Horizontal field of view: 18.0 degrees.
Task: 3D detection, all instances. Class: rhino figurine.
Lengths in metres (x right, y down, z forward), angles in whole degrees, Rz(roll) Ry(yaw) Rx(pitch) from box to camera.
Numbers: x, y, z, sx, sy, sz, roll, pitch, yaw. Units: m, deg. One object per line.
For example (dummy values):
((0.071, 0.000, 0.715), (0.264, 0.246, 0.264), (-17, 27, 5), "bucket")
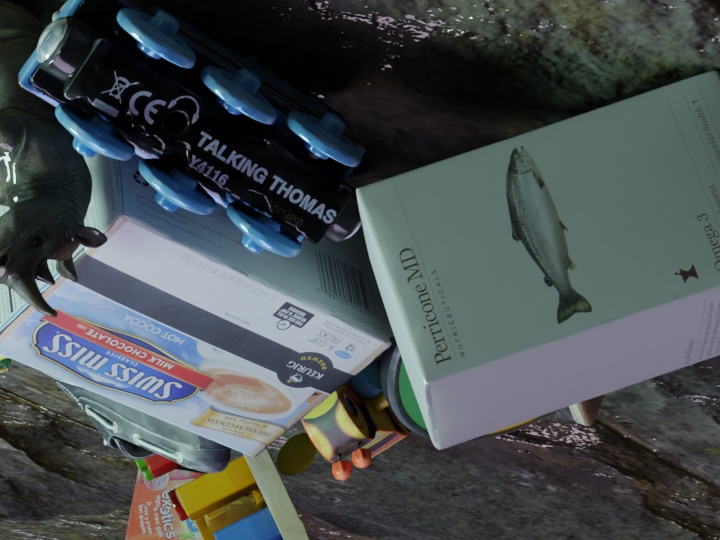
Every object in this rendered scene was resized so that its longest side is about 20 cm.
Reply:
((-0.183, -0.063, 1.187), (0.087, 0.200, 0.060), (3, 145, -38), "rhino figurine")

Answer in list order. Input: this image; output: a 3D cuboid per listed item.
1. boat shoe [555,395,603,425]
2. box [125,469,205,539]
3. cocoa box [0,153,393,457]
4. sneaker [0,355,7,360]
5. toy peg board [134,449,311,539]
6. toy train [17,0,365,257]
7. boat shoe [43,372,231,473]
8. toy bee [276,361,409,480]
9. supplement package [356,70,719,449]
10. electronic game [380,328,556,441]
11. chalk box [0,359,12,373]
((0.120, 0.040, 1.494), (0.065, 0.072, 0.200), (8, 157, 21), "boat shoe")
((-0.164, 0.262, 2.195), (0.102, 0.095, 0.200), (8, 160, 3), "box")
((-0.103, -0.004, 1.311), (0.200, 0.134, 0.131), (26, 127, -34), "cocoa box")
((-0.247, -0.025, 1.335), (0.090, 0.078, 0.200), (4, 131, 28), "sneaker")
((-0.109, 0.166, 1.722), (0.098, 0.200, 0.200), (-25, 159, -4), "toy peg board")
((-0.085, -0.081, 1.194), (0.200, 0.087, 0.114), (30, -168, -24), "toy train")
((-0.145, 0.087, 1.464), (0.072, 0.068, 0.200), (-6, -167, -41), "boat shoe")
((-0.019, 0.110, 1.655), (0.200, 0.109, 0.131), (6, 140, -45), "toy bee")
((0.111, -0.003, 1.191), (0.199, 0.117, 0.117), (-19, 160, -3), "supplement package")
((0.102, 0.028, 1.355), (0.200, 0.042, 0.200), (-21, 142, -17), "electronic game")
((-0.294, -0.002, 1.492), (0.124, 0.124, 0.200), (-10, 153, 42), "chalk box")
